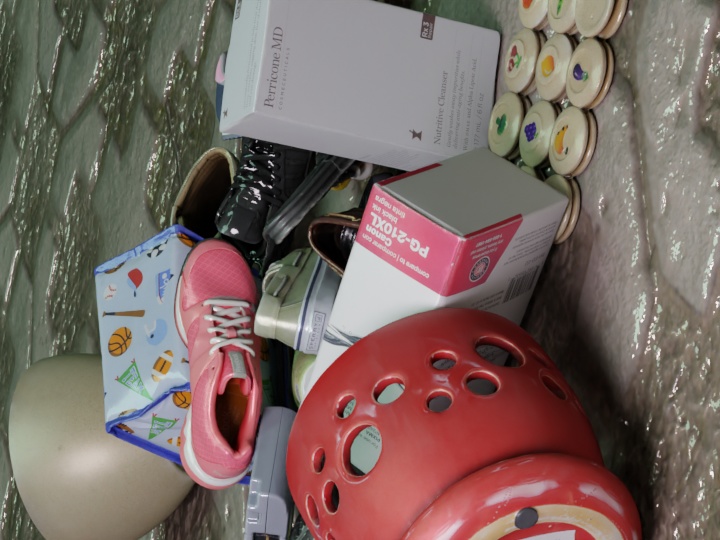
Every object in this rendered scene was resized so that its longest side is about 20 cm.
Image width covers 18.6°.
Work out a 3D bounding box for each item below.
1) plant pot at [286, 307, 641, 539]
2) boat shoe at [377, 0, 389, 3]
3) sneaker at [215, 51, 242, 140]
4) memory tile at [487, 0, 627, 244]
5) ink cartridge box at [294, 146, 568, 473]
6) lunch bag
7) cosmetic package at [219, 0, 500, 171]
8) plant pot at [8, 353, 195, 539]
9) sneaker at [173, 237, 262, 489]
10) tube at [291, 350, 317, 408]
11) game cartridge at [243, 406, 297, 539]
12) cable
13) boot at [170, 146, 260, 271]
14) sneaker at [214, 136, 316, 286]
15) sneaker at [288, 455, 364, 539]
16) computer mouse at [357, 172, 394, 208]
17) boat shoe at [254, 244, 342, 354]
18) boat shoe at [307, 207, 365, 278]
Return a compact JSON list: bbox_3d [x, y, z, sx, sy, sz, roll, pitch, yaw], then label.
[{"bbox_3d":[0.069,0.153,1.436,0.201,0.200,0.183,-68,30,25],"label":"plant pot"},{"bbox_3d":[0.001,-0.193,1.887,0.075,0.074,0.203,-8,-82,-73],"label":"boat shoe"},{"bbox_3d":[-0.053,-0.163,1.825,0.199,0.070,0.082,-12,89,42],"label":"sneaker"},{"bbox_3d":[0.136,-0.125,1.610,0.153,0.017,0.201,26,105,64],"label":"memory tile"},{"bbox_3d":[0.049,0.029,1.547,0.084,0.145,0.201,32,119,25],"label":"ink cartridge box"},{"bbox_3d":[-0.121,0.080,1.898,0.123,0.200,0.171,-24,53,27],"label":"lunch bag"},{"bbox_3d":[0.000,-0.146,1.693,0.081,0.199,0.113,-14,69,64],"label":"cosmetic package"},{"bbox_3d":[-0.227,0.167,2.125,0.134,0.200,0.201,-16,61,24],"label":"plant pot"},{"bbox_3d":[-0.101,0.069,1.739,0.087,0.073,0.201,146,122,-68],"label":"sneaker"},{"bbox_3d":[-0.035,0.088,1.807,0.058,0.052,0.200,-48,7,-5],"label":"tube"},{"bbox_3d":[-0.073,0.216,1.760,0.134,0.040,0.201,-89,5,-56],"label":"game cartridge"},{"bbox_3d":[-0.012,-0.077,1.757,0.097,0.050,0.200,-38,12,28],"label":"cable"},{"bbox_3d":[-0.131,-0.009,2.002,0.155,0.072,0.201,18,-96,-78],"label":"boot"},{"bbox_3d":[-0.079,-0.065,1.794,0.104,0.060,0.200,-59,-20,-30],"label":"sneaker"},{"bbox_3d":[-0.002,0.183,1.730,0.076,0.090,0.200,-59,9,28],"label":"sneaker"},{"bbox_3d":[0.000,0.000,1.851,0.059,0.034,0.200,-88,15,-48],"label":"computer mouse"},{"bbox_3d":[-0.048,0.012,1.785,0.200,0.062,0.072,-82,7,-76],"label":"boat shoe"},{"bbox_3d":[0.031,0.005,1.692,0.200,0.070,0.071,28,108,51],"label":"boat shoe"}]
